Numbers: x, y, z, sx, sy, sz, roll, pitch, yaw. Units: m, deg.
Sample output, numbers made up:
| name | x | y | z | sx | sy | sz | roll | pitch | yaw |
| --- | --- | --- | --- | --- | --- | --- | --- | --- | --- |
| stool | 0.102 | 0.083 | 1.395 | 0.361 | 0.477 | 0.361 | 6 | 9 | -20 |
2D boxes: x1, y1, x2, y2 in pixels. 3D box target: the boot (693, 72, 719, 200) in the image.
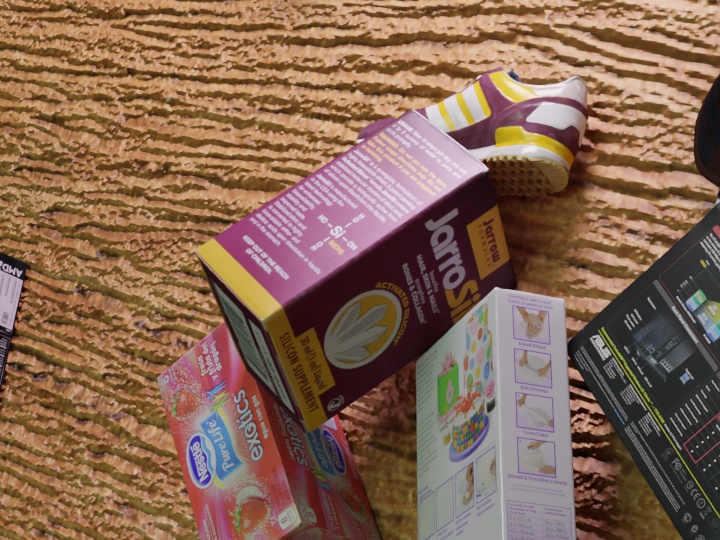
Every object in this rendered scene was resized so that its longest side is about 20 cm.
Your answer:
| name | x | y | z | sx | sy | sz | roll | pitch | yaw |
| --- | --- | --- | --- | --- | --- | --- | --- | --- | --- |
| boot | 0.282 | -0.073 | 1.125 | 0.200 | 0.097 | 0.075 | -86 | 22 | -59 |

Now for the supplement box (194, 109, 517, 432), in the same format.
| name | x | y | z | sx | sy | sz | roll | pitch | yaw |
| --- | --- | --- | --- | --- | --- | --- | --- | --- | --- |
| supplement box | 0.000 | 0.000 | 1.236 | 0.200 | 0.131 | 0.103 | -35 | 46 | -14 |

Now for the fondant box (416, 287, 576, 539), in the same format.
| name | x | y | z | sx | sy | sz | roll | pitch | yaw |
| --- | --- | --- | --- | --- | --- | --- | --- | --- | --- |
| fondant box | 0.089 | 0.132 | 1.157 | 0.144 | 0.058 | 0.201 | 131 | 142 | -58 |

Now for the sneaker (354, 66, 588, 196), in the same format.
| name | x | y | z | sx | sy | sz | roll | pitch | yaw |
| --- | --- | --- | --- | --- | --- | --- | --- | --- | --- |
| sneaker | 0.088 | -0.110 | 1.315 | 0.199 | 0.075 | 0.090 | 7 | 67 | 38 |

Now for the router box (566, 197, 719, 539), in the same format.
| name | x | y | z | sx | sy | sz | roll | pitch | yaw |
| --- | --- | --- | --- | --- | --- | --- | --- | --- | --- |
| router box | 0.239 | 0.075 | 1.087 | 0.150 | 0.062 | 0.200 | -45 | 47 | 19 |

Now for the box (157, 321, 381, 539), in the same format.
| name | x | y | z | sx | sy | sz | roll | pitch | yaw |
| --- | --- | --- | --- | --- | --- | --- | --- | --- | --- |
| box | -0.072 | 0.147 | 1.311 | 0.095 | 0.102 | 0.201 | -39 | 50 | 23 |

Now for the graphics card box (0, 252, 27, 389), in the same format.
| name | x | y | z | sx | sy | sz | roll | pitch | yaw |
| --- | --- | --- | --- | --- | --- | --- | --- | --- | --- |
| graphics card box | -0.404 | 0.084 | 1.680 | 0.125 | 0.051 | 0.201 | -9 | 66 | 40 |
